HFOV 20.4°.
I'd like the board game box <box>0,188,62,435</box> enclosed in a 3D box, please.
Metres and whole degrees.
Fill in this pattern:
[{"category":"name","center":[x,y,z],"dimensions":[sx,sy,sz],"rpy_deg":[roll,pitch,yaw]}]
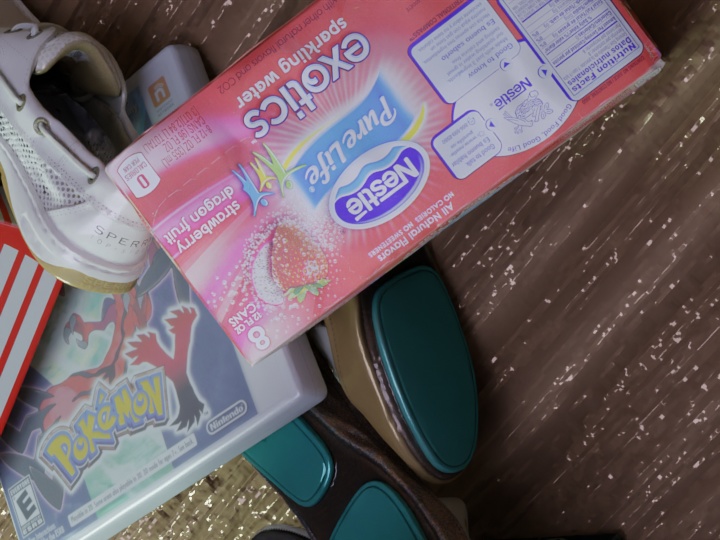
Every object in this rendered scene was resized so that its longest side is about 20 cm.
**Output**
[{"category":"board game box","center":[-0.239,0.045,0.931],"dimensions":[0.151,0.046,0.200],"rpy_deg":[15,109,-26]}]

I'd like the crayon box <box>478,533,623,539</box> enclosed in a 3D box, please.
[{"category":"crayon box","center":[0.079,0.225,0.937],"dimensions":[0.127,0.051,0.200],"rpy_deg":[-7,104,31]}]

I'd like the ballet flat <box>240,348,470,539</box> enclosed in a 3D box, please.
[{"category":"ballet flat","center":[0.008,0.102,0.896],"dimensions":[0.200,0.067,0.068],"rpy_deg":[52,124,29]}]

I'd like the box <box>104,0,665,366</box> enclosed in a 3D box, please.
[{"category":"box","center":[0.014,-0.062,0.798],"dimensions":[0.200,0.095,0.103],"rpy_deg":[-38,88,10]}]

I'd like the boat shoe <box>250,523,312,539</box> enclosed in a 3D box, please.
[{"category":"boat shoe","center":[0.010,0.201,0.901],"dimensions":[0.200,0.057,0.067],"rpy_deg":[49,125,5]}]

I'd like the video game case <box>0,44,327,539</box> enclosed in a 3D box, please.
[{"category":"video game case","center":[-0.118,0.022,0.945],"dimensions":[0.200,0.023,0.182],"rpy_deg":[-35,67,34]}]

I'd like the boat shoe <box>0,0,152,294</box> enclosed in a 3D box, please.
[{"category":"boat shoe","center":[-0.137,-0.080,0.902],"dimensions":[0.069,0.071,0.200],"rpy_deg":[-55,53,28]}]

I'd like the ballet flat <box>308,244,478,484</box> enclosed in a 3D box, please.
[{"category":"ballet flat","center":[0.000,0.000,0.893],"dimensions":[0.063,0.069,0.200],"rpy_deg":[-13,93,42]}]
